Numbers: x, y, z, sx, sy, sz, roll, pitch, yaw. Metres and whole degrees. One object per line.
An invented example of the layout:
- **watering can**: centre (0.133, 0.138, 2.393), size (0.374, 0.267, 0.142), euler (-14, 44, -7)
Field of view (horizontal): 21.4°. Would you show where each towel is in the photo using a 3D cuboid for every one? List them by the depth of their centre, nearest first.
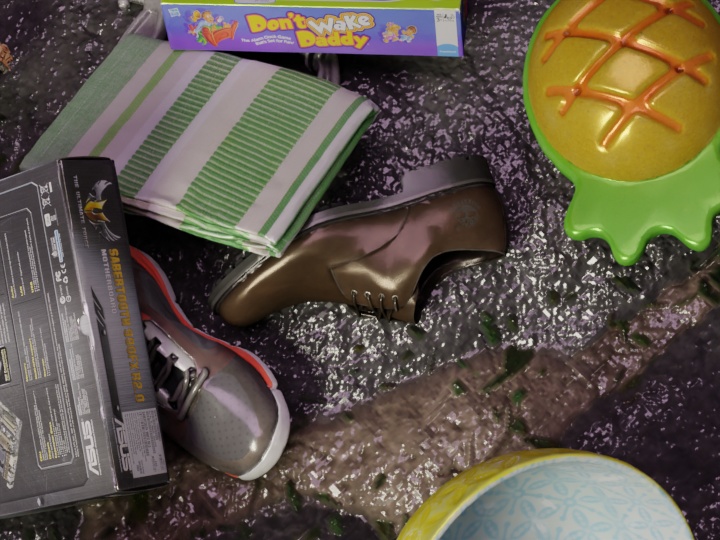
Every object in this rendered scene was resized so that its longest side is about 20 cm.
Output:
- **towel**: centre (-0.104, -0.084, 1.230), size (0.199, 0.023, 0.153), euler (15, 52, 25)

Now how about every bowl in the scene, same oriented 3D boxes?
- **bowl**: centre (0.083, 0.188, 1.079), size (0.200, 0.200, 0.108), euler (-49, 25, -12)

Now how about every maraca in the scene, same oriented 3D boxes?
- **maraca**: centre (0.172, -0.100, 1.194), size (0.136, 0.107, 0.201), euler (-13, 66, 12)

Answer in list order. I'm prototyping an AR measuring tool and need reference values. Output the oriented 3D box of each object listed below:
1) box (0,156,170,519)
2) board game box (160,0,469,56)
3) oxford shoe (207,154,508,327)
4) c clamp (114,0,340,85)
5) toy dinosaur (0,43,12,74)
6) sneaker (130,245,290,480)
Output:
- **box**: centre (-0.202, 0.046, 1.163), size (0.158, 0.048, 0.202), euler (-16, 82, 38)
- **board game box**: centre (-0.024, -0.210, 1.287), size (0.198, 0.045, 0.135), euler (2, 53, 8)
- **oxford shoe**: centre (0.000, 0.000, 1.205), size (0.199, 0.073, 0.085), euler (-22, 75, 4)
- **c clamp**: centre (-0.095, -0.148, 1.305), size (0.199, 0.027, 0.172), euler (26, 74, 19)
- **toy dinosaur**: centre (-0.329, -0.108, 1.309), size (0.199, 0.102, 0.136), euler (-26, 41, 40)
- **sneaker**: centre (-0.129, 0.057, 1.186), size (0.200, 0.082, 0.077), euler (41, 103, 28)
